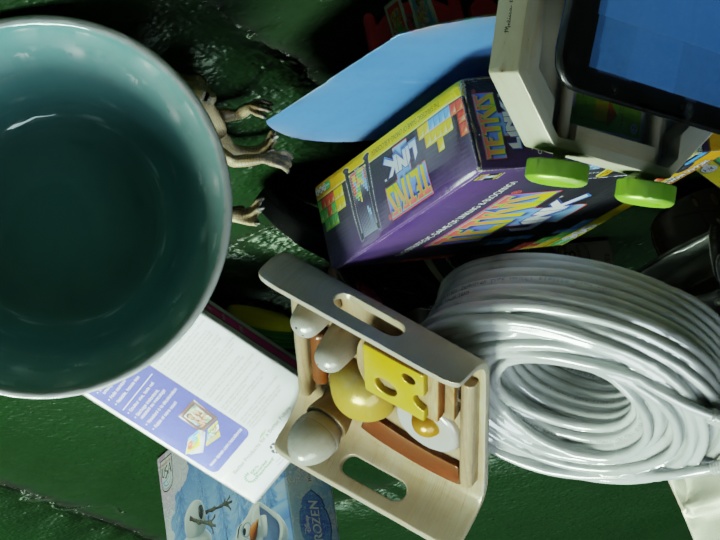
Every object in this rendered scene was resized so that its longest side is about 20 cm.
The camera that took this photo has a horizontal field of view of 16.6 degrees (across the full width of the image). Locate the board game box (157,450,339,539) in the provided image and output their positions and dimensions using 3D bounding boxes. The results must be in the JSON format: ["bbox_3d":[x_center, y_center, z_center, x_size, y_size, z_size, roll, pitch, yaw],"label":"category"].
[{"bbox_3d":[-0.083,0.195,1.824,0.043,0.200,0.200,6,151,-29],"label":"board game box"}]

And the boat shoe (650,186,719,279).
[{"bbox_3d":[0.271,-0.007,1.677,0.199,0.076,0.072,9,152,-34],"label":"boat shoe"}]

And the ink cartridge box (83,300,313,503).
[{"bbox_3d":[-0.119,0.064,1.613,0.200,0.037,0.095,34,108,-21],"label":"ink cartridge box"}]

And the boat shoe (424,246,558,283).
[{"bbox_3d":[0.111,0.008,1.571,0.200,0.072,0.068,43,161,-26],"label":"boat shoe"}]

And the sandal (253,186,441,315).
[{"bbox_3d":[0.000,0.000,1.571,0.200,0.075,0.045,23,105,-42],"label":"sandal"}]

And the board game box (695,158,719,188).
[{"bbox_3d":[0.294,-0.096,1.507,0.165,0.057,0.200,-21,154,26],"label":"board game box"}]

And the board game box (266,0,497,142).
[{"bbox_3d":[0.043,-0.122,1.358,0.158,0.039,0.200,-3,165,-36],"label":"board game box"}]

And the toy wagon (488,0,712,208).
[{"bbox_3d":[0.149,-0.113,1.293,0.200,0.156,0.040,11,176,-42],"label":"toy wagon"}]

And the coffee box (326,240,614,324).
[{"bbox_3d":[0.077,0.051,1.674,0.199,0.113,0.080,-4,156,-15],"label":"coffee box"}]

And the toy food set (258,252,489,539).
[{"bbox_3d":[0.004,0.085,1.510,0.143,0.060,0.200,28,151,19],"label":"toy food set"}]

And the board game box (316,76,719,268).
[{"bbox_3d":[0.090,-0.058,1.424,0.165,0.057,0.200,-8,168,-26],"label":"board game box"}]

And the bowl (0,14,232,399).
[{"bbox_3d":[-0.166,-0.029,1.327,0.200,0.202,0.105,-10,175,-1],"label":"bowl"}]

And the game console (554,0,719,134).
[{"bbox_3d":[0.212,-0.162,1.246,0.200,0.119,0.171,11,149,-41],"label":"game console"}]

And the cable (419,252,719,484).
[{"bbox_3d":[0.132,0.060,1.502,0.200,0.069,0.200,36,148,-27],"label":"cable"}]

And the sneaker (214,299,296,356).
[{"bbox_3d":[-0.041,0.081,1.726,0.200,0.085,0.078,8,151,-37],"label":"sneaker"}]

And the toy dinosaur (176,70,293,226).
[{"bbox_3d":[-0.101,-0.066,1.432,0.101,0.058,0.200,16,147,-17],"label":"toy dinosaur"}]

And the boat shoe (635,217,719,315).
[{"bbox_3d":[0.244,-0.001,1.548,0.071,0.072,0.200,33,134,-26],"label":"boat shoe"}]

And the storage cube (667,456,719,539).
[{"bbox_3d":[0.314,0.111,1.595,0.200,0.171,0.180,-23,179,44],"label":"storage cube"}]
